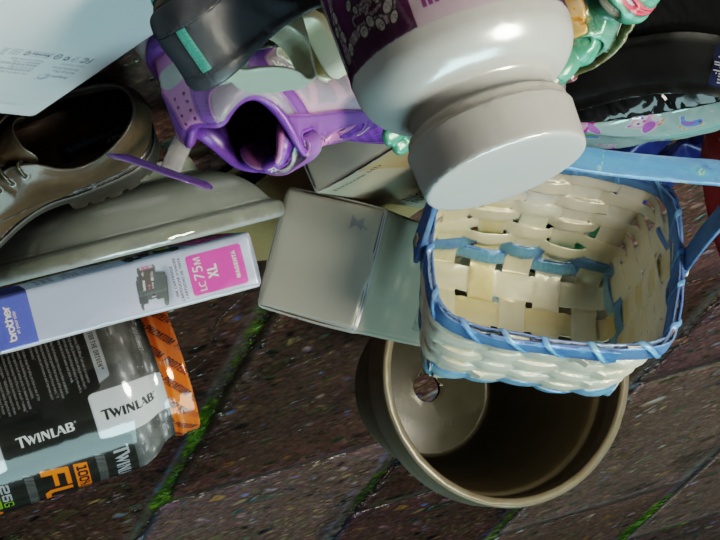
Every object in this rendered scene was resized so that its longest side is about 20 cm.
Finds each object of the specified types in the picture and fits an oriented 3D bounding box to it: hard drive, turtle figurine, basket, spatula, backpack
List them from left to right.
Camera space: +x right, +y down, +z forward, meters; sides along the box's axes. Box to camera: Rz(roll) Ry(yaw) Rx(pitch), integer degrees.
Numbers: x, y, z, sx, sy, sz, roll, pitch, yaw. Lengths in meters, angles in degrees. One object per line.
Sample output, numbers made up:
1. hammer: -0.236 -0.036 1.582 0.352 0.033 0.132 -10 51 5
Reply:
1. hard drive: -0.144 -0.140 1.488 0.200 0.025 0.132 -31 161 32
2. spatula: -0.097 -0.073 1.621 0.200 0.056 0.021 -64 173 -71
3. turtle figurine: 0.089 -0.136 1.549 0.200 0.150 0.101 -20 149 40
4. basket: 0.112 -0.015 1.705 0.176 0.140 0.200 9 152 -12
5. backpack: 0.171 -0.139 1.646 0.199 0.167 0.127 -15 164 10

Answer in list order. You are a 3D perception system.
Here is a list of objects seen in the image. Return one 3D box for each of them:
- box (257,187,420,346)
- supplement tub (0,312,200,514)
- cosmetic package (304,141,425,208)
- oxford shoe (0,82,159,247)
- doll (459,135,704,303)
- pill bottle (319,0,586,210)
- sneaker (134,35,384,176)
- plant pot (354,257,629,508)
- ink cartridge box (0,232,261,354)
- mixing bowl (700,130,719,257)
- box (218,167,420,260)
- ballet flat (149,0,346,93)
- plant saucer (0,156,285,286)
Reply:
1. box: 0.000 0.000 1.847 0.068 0.082 0.200 14 178 15
2. supplement tub: -0.216 0.092 1.961 0.199 0.123 0.123 -18 163 -7
3. cosmetic package: 0.053 -0.091 1.789 0.105 0.071 0.200 -31 161 30
4. oxford shoe: -0.209 -0.054 1.615 0.200 0.073 0.084 -30 163 -11
5. doll: 0.144 -0.047 1.821 0.200 0.049 0.136 -35 148 9
6. pill bottle: 0.037 -0.136 1.407 0.112 0.201 0.112 -19 163 -6
7. sneaker: -0.039 -0.089 1.609 0.200 0.089 0.080 13 143 -42
8. plant pot: 0.079 0.085 2.212 0.199 0.201 0.173 -13 177 -22
9. ink cartridge box: -0.169 0.018 1.788 0.199 0.042 0.119 -17 -177 -14
10. mixing bowl: 0.276 -0.072 1.720 0.200 0.200 0.108 -29 118 26
11. box: -0.026 -0.048 1.916 0.200 0.021 0.163 -2 156 -46
12. ballet flat: -0.036 -0.127 1.509 0.073 0.073 0.200 -32 174 33
13. plant saucer: -0.146 -0.032 1.728 0.199 0.050 0.200 -15 -178 1
